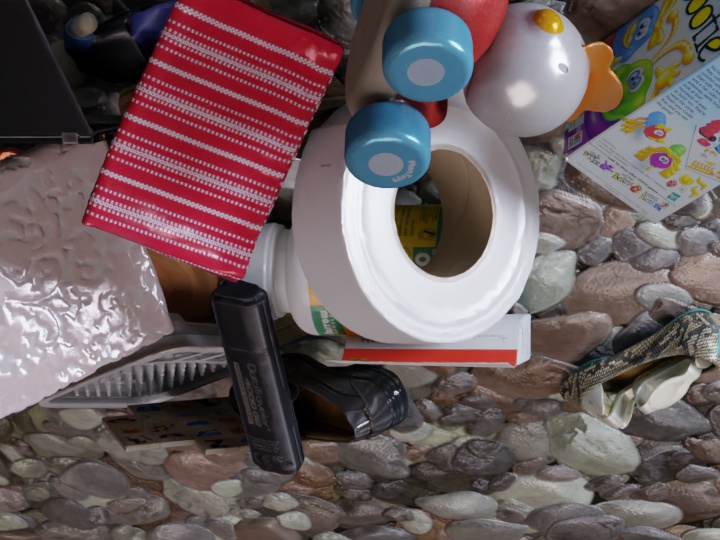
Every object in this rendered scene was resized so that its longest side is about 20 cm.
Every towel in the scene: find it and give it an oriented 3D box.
[{"bbox_3d":[-0.266,0.002,1.331,0.032,0.199,0.193,-5,108,57],"label":"towel"},{"bbox_3d":[-0.106,-0.102,1.213,0.144,0.202,0.022,22,-175,-32],"label":"towel"}]

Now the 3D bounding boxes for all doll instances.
[{"bbox_3d":[-0.167,-0.177,1.280,0.198,0.049,0.136,-13,158,26],"label":"doll"}]

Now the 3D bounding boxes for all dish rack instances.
[{"bbox_3d":[-0.192,0.085,1.552,0.199,0.044,0.171,-23,164,33],"label":"dish rack"}]

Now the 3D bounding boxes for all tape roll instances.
[{"bbox_3d":[0.045,-0.044,1.281,0.202,0.204,0.071,35,160,-30],"label":"tape roll"}]

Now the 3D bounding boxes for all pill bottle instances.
[{"bbox_3d":[0.000,0.000,1.420,0.198,0.114,0.113,0,141,11],"label":"pill bottle"}]

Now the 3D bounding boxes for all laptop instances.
[{"bbox_3d":[-0.274,-0.159,1.268,0.185,0.200,0.117,3,103,24],"label":"laptop"}]

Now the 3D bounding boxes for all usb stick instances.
[{"bbox_3d":[-0.088,0.095,1.430,0.055,0.033,0.202,8,128,26],"label":"usb stick"}]

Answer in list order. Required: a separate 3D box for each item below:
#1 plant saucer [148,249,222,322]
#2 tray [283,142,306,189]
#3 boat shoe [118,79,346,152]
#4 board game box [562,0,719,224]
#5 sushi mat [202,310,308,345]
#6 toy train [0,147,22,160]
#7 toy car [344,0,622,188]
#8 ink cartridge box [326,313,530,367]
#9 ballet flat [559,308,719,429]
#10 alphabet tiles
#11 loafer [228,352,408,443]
[{"bbox_3d":[-0.228,-0.001,1.515,0.198,0.033,0.201,6,138,6],"label":"plant saucer"},{"bbox_3d":[-0.073,-0.093,1.369,0.198,0.022,0.107,10,168,-2],"label":"tray"},{"bbox_3d":[-0.092,-0.132,1.276,0.199,0.069,0.072,-14,164,-35],"label":"boat shoe"},{"bbox_3d":[0.257,-0.141,1.207,0.104,0.104,0.199,31,136,-26],"label":"board game box"},{"bbox_3d":[-0.083,0.037,1.562,0.199,0.012,0.096,-23,131,33],"label":"sushi mat"},{"bbox_3d":[-0.306,-0.062,1.373,0.199,0.151,0.056,21,117,-37],"label":"toy train"},{"bbox_3d":[0.099,-0.160,1.155,0.198,0.186,0.177,10,142,-12],"label":"toy car"},{"bbox_3d":[0.064,0.060,1.452,0.158,0.048,0.200,0,178,11],"label":"ink cartridge box"},{"bbox_3d":[0.260,0.105,1.534,0.068,0.076,0.199,31,136,-27],"label":"ballet flat"},{"bbox_3d":[-0.141,0.148,1.568,0.198,0.167,0.008,-4,102,-21],"label":"alphabet tiles"},{"bbox_3d":[-0.053,0.121,1.504,0.199,0.072,0.074,-4,109,40],"label":"loafer"}]
